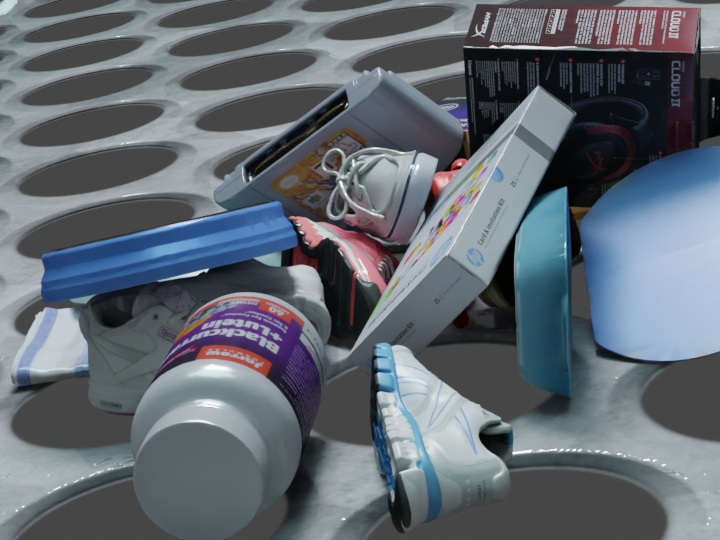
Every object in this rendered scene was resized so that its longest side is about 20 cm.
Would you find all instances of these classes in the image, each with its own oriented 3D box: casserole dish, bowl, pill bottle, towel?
[{"bbox_3d":[0.131,0.014,1.385,0.039,0.121,0.200,-2,19,6],"label":"casserole dish"},{"bbox_3d":[-0.149,-0.016,1.493,0.200,0.039,0.201,-13,3,1],"label":"bowl"},{"bbox_3d":[-0.088,0.097,1.281,0.111,0.112,0.200,-8,18,9],"label":"pill bottle"},{"bbox_3d":[-0.187,0.049,1.631,0.199,0.024,0.147,-9,19,5],"label":"towel"}]

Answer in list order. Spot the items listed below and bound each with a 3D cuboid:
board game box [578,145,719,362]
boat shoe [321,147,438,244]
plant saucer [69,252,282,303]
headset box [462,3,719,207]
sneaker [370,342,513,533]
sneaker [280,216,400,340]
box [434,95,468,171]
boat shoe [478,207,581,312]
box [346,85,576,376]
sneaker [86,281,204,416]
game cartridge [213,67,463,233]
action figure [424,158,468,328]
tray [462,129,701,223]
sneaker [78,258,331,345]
[{"bbox_3d":[0.248,-0.003,1.446,0.158,0.039,0.200,-18,45,16],"label":"board game box"},{"bbox_3d":[0.007,-0.069,1.609,0.086,0.075,0.202,19,-4,-7],"label":"boat shoe"},{"bbox_3d":[-0.160,-0.010,1.713,0.200,0.039,0.201,-9,7,1],"label":"plant saucer"},{"bbox_3d":[0.187,-0.128,1.535,0.199,0.149,0.075,2,37,13],"label":"headset box"},{"bbox_3d":[0.053,0.106,1.261,0.086,0.075,0.200,-5,25,-6],"label":"sneaker"},{"bbox_3d":[0.000,0.000,1.596,0.087,0.074,0.200,0,19,-20],"label":"sneaker"},{"bbox_3d":[0.142,-0.117,1.860,0.200,0.079,0.141,0,18,30],"label":"box"},{"bbox_3d":[0.122,-0.010,1.560,0.063,0.073,0.201,-18,13,25],"label":"boat shoe"},{"bbox_3d":[0.075,-0.026,1.443,0.156,0.041,0.200,-47,10,48],"label":"box"},{"bbox_3d":[-0.123,0.059,1.437,0.200,0.100,0.075,-1,13,26],"label":"sneaker"},{"bbox_3d":[-0.014,-0.089,1.710,0.200,0.133,0.042,-35,41,27],"label":"game cartridge"},{"bbox_3d":[0.077,-0.009,1.609,0.065,0.099,0.200,-3,42,15],"label":"action figure"},{"bbox_3d":[0.197,-0.094,1.705,0.200,0.099,0.037,-12,-2,-3],"label":"tray"},{"bbox_3d":[-0.121,0.032,1.545,0.199,0.078,0.099,-1,29,2],"label":"sneaker"}]
